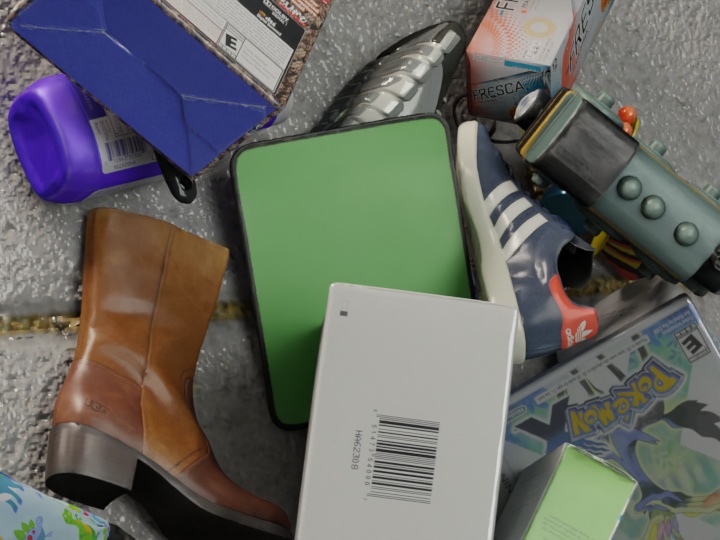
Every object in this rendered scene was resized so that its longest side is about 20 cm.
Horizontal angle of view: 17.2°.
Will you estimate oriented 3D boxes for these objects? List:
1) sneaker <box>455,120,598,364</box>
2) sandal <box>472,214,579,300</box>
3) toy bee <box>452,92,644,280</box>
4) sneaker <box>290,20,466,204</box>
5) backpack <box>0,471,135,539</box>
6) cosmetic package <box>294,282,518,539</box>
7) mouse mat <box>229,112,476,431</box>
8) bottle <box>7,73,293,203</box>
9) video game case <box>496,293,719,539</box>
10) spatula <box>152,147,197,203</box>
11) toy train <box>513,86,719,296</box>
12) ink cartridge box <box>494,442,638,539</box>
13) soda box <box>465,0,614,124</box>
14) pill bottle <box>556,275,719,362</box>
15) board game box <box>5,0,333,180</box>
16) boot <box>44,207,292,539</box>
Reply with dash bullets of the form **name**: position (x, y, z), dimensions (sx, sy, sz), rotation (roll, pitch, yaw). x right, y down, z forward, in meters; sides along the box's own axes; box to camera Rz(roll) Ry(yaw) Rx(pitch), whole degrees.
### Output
- **sneaker**: position (0.117, -0.024, 1.666), dimensions (0.084, 0.075, 0.200), rotation (-10, 57, -4)
- **sandal**: position (0.095, 0.021, 1.714), dimensions (0.079, 0.087, 0.200), rotation (47, 56, -19)
- **toy bee**: position (0.178, -0.071, 1.782), dimensions (0.200, 0.109, 0.131), rotation (21, 56, -37)
- **sneaker**: position (0.028, -0.081, 1.709), dimensions (0.200, 0.075, 0.116), rotation (-47, 111, -25)
- **backpack**: position (-0.241, 0.178, 1.392), dimensions (0.200, 0.154, 0.163), rotation (31, 66, -12)
- **cosmetic package**: position (0.024, 0.125, 1.520), dimensions (0.123, 0.200, 0.200), rotation (8, 82, -3)
- **mouse mat**: position (0.000, 0.000, 1.638), dimensions (0.161, 0.008, 0.200), rotation (-10, 95, -16)
- **bottle**: position (-0.135, -0.102, 1.586), dimensions (0.200, 0.065, 0.084), rotation (-18, 82, -39)
- **video game case**: position (0.192, 0.143, 1.714), dimensions (0.200, 0.022, 0.183), rotation (-30, 98, 2)
- **spatula**: position (-0.150, -0.132, 1.534), dimensions (0.056, 0.021, 0.200), rotation (-14, 73, -41)
- **toy train**: position (0.193, -0.054, 1.683), dimensions (0.200, 0.114, 0.085), rotation (39, 96, -10)
- **ink cartridge box**: position (0.109, 0.224, 1.624), dimensions (0.059, 0.104, 0.200), rotation (29, 71, -4)
- **soda box**: position (0.141, -0.193, 1.788), dimensions (0.064, 0.068, 0.200), rotation (85, 24, -44)
- **pill bottle**: position (0.242, 0.111, 1.784), dimensions (0.200, 0.109, 0.109), rotation (54, 53, -12)
- **board game box**: position (-0.108, -0.189, 1.521), dimensions (0.159, 0.097, 0.200), rotation (41, 41, -17)
- **boot**: position (-0.115, 0.075, 1.569), dimensions (0.188, 0.068, 0.200), rotation (21, 58, -23)
